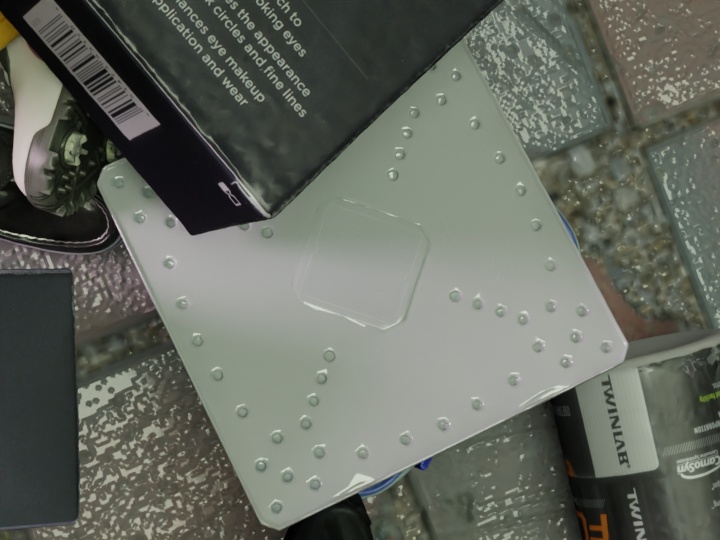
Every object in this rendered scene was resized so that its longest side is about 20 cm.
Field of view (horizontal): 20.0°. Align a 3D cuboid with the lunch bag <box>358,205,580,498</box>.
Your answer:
[{"bbox_3d":[0.008,0.014,1.082,0.161,0.082,0.200,45,80,-8],"label":"lunch bag"}]

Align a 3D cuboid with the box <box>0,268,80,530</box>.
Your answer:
[{"bbox_3d":[-0.255,0.060,0.943,0.200,0.198,0.124,-2,89,-26],"label":"box"}]

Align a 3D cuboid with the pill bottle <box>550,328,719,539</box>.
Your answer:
[{"bbox_3d":[0.172,0.139,1.104,0.106,0.106,0.200,-13,92,-12],"label":"pill bottle"}]

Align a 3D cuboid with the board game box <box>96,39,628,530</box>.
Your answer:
[{"bbox_3d":[0.000,0.000,1.009,0.200,0.026,0.200,-25,77,-10],"label":"board game box"}]

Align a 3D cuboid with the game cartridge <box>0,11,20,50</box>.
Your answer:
[{"bbox_3d":[-0.237,-0.163,1.010,0.200,0.032,0.176,-40,65,-13],"label":"game cartridge"}]

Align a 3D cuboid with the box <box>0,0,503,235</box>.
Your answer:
[{"bbox_3d":[-0.054,-0.154,0.942,0.200,0.117,0.197,-44,102,-18],"label":"box"}]

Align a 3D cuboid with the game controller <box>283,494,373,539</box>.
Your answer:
[{"bbox_3d":[-0.009,0.205,1.037,0.104,0.042,0.200,-53,139,-48],"label":"game controller"}]

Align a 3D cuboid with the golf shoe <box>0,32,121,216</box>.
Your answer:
[{"bbox_3d":[-0.160,-0.113,1.033,0.088,0.077,0.200,0,58,7],"label":"golf shoe"}]

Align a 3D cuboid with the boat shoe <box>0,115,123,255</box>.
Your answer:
[{"bbox_3d":[-0.210,-0.053,1.030,0.200,0.066,0.070,27,117,-9],"label":"boat shoe"}]
